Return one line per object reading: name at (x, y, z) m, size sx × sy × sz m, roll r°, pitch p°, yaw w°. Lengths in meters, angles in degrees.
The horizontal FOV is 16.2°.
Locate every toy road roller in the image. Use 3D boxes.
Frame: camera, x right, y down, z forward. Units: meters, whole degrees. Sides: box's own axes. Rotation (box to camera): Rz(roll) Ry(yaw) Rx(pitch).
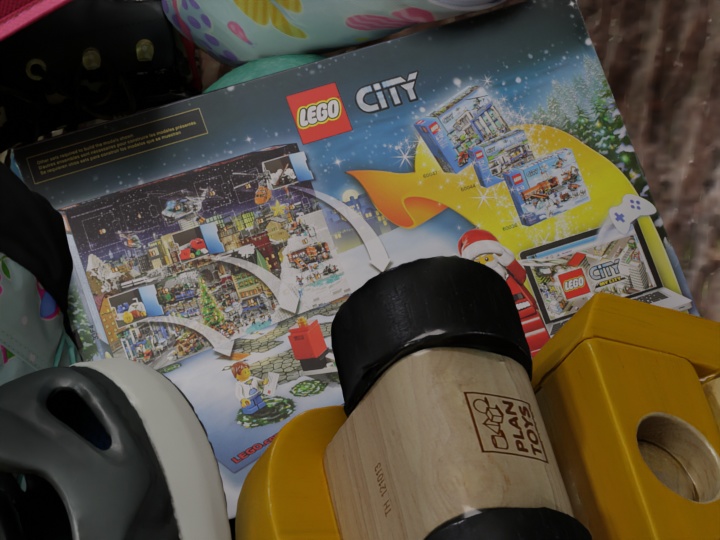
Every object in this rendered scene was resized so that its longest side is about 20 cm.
toy road roller at (0.054, 0.093, 0.767) m, size 0.199 × 0.146 × 0.123 m, roll 11°, pitch 45°, yaw -31°

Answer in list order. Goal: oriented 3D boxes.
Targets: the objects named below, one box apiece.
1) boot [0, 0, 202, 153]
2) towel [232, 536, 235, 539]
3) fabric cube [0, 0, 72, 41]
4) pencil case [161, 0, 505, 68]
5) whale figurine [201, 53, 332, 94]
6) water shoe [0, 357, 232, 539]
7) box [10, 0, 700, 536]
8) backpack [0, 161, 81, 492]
boot at (-0.142, -0.059, 0.987) m, size 0.153 × 0.074 × 0.204 m, roll -10°, pitch 43°, yaw 7°
towel at (-0.031, 0.148, 0.801) m, size 0.200 × 0.023 × 0.145 m, roll -30°, pitch 52°, yaw -32°
fabric cube at (-0.189, -0.157, 0.804) m, size 0.196 × 0.200 × 0.200 m, roll -30°, pitch 16°, yaw 5°
pencil case at (-0.003, -0.124, 0.916) m, size 0.091 × 0.083 × 0.200 m, roll -37°, pitch 12°, yaw -23°
whale figurine at (-0.059, -0.008, 0.913) m, size 0.199 × 0.104 × 0.159 m, roll -19°, pitch 51°, yaw 1°
water shoe at (-0.066, 0.126, 0.699) m, size 0.079 × 0.071 × 0.201 m, roll -11°, pitch 77°, yaw -39°
box at (0.000, 0.000, 0.832) m, size 0.199 × 0.038 × 0.137 m, roll -17°, pitch 76°, yaw -13°
backpack at (-0.161, 0.072, 0.752) m, size 0.167 × 0.126 × 0.201 m, roll -21°, pitch 49°, yaw 44°
